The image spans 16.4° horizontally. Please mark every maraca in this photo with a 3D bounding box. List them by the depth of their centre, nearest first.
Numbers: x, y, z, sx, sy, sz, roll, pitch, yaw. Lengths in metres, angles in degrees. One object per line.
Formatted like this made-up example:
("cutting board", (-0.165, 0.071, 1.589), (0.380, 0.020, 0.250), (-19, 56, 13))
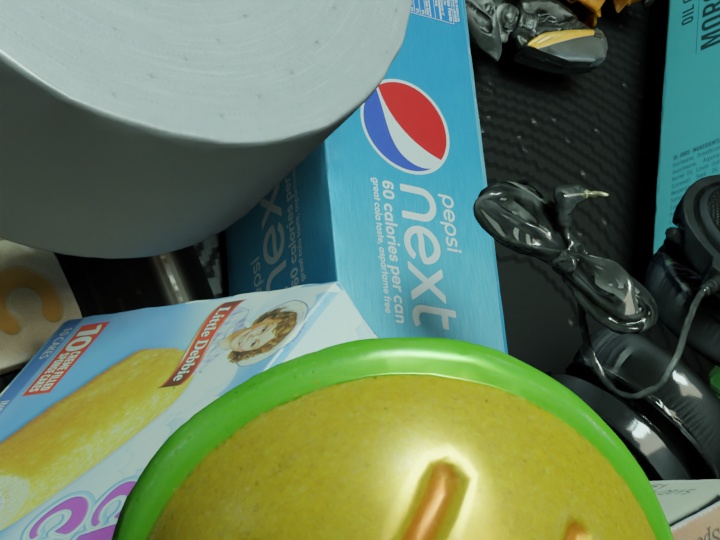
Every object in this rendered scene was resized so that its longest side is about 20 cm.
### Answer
("maraca", (0.016, 0.104, 0.591), (0.107, 0.136, 0.201), (-107, 176, -62))

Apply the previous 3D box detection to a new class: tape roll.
("tape roll", (-0.082, -0.106, 0.712), (0.199, 0.066, 0.201), (22, 49, -28))

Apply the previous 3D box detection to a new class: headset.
("headset", (0.095, 0.018, 0.789), (0.094, 0.124, 0.200), (38, 5, 19))

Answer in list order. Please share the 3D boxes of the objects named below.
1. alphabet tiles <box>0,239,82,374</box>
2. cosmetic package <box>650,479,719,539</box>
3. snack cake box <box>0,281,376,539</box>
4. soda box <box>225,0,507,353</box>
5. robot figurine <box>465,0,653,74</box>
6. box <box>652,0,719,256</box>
("alphabet tiles", (-0.179, -0.008, 0.720), (0.195, 0.015, 0.201), (-16, 74, -38))
("cosmetic package", (0.081, 0.169, 0.703), (0.103, 0.087, 0.201), (-23, 99, -36))
("snack cake box", (-0.078, 0.093, 0.657), (0.067, 0.115, 0.200), (58, 46, -22))
("soda box", (0.000, 0.000, 0.796), (0.064, 0.068, 0.201), (11, 60, -30))
("robot figurine", (0.036, -0.162, 0.913), (0.199, 0.058, 0.146), (34, 54, -13))
("box", (0.157, -0.075, 0.936), (0.082, 0.049, 0.201), (35, 49, -36))
